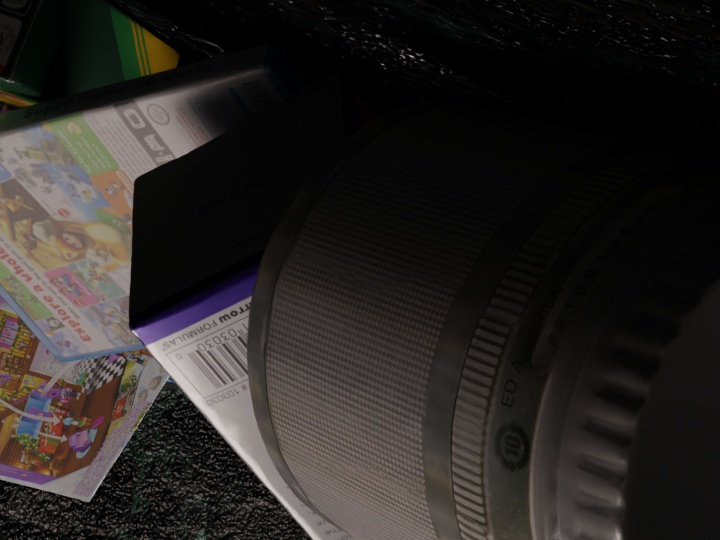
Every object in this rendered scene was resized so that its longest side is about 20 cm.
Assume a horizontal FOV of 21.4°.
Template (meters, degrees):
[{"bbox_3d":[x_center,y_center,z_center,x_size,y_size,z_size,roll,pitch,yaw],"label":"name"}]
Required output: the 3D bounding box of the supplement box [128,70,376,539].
[{"bbox_3d":[0.002,0.036,0.776,0.200,0.101,0.104,54,-163,-34],"label":"supplement box"}]

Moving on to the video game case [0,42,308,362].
[{"bbox_3d":[-0.089,-0.023,0.837,0.199,0.018,0.143,-11,134,27],"label":"video game case"}]

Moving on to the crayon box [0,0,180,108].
[{"bbox_3d":[-0.204,-0.124,0.876,0.199,0.059,0.173,21,178,14],"label":"crayon box"}]

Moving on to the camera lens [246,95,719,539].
[{"bbox_3d":[0.070,0.033,0.607,0.159,0.161,0.200,23,178,-36],"label":"camera lens"}]

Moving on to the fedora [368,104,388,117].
[{"bbox_3d":[0.000,0.000,0.903,0.200,0.201,0.082,22,-146,10],"label":"fedora"}]

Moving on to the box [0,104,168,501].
[{"bbox_3d":[-0.158,0.023,0.964,0.136,0.200,0.039,19,-148,-28],"label":"box"}]

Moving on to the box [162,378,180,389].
[{"bbox_3d":[-0.171,0.017,1.075,0.199,0.046,0.159,23,166,-29],"label":"box"}]
